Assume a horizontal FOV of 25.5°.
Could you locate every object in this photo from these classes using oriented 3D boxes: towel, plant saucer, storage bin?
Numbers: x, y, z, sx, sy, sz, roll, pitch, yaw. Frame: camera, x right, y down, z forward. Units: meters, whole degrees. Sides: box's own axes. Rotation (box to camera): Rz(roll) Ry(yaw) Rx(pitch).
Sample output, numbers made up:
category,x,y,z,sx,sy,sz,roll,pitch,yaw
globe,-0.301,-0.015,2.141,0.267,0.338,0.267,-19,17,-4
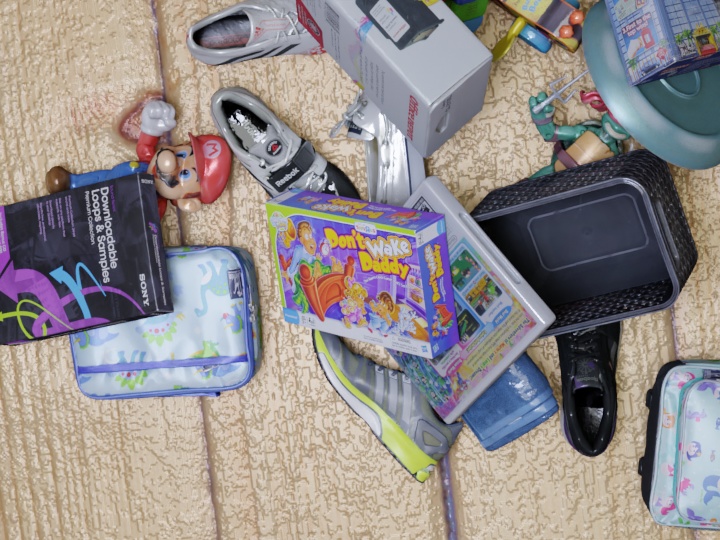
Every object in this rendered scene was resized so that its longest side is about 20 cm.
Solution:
category,x,y,z,sx,sy,sz,roll,pitch,yaw
towel,0.110,0.083,1.622,0.200,0.049,0.112,55,135,3
plant saucer,0.302,-0.192,1.557,0.200,0.200,0.027,51,134,1
storage bin,0.209,-0.022,1.536,0.200,0.094,0.135,-15,105,29

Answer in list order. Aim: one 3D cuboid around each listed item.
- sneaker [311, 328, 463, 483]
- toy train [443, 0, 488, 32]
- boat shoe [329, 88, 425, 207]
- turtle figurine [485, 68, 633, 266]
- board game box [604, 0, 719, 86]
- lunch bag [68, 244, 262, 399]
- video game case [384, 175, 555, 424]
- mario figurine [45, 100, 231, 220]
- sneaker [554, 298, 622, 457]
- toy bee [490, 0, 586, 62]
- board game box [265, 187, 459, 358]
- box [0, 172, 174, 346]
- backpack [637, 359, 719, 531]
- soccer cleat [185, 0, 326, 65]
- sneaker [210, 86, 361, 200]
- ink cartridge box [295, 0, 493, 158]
category,x,y,z,sx,sy,sz,roll,pitch,yaw
sneaker,0.025,0.123,1.652,0.081,0.074,0.200,-42,94,-4
toy train,0.057,-0.309,1.615,0.085,0.116,0.200,-21,57,-27
boat shoe,0.011,-0.151,1.631,0.086,0.075,0.202,-9,98,-12
turtle figurine,0.220,-0.104,1.605,0.150,0.101,0.200,44,111,17
board game box,0.298,-0.293,1.541,0.062,0.200,0.200,-28,83,46
lunch bag,-0.203,0.056,1.659,0.200,0.082,0.161,-3,95,6
video game case,0.079,0.032,1.560,0.182,0.024,0.200,50,138,11
mario figurine,-0.230,-0.097,1.638,0.200,0.106,0.124,-17,112,11
sneaker,0.234,0.089,1.616,0.076,0.088,0.200,-6,91,5
toy bee,0.195,-0.262,1.596,0.200,0.109,0.131,15,93,5
board game box,0.000,0.000,1.568,0.200,0.045,0.135,12,120,41
box,-0.289,-0.010,1.610,0.200,0.036,0.143,-12,84,22
backpack,0.390,0.178,1.582,0.200,0.151,0.178,6,92,0
soccer cleat,-0.084,-0.252,1.632,0.200,0.085,0.069,-10,91,6
sneaker,-0.083,-0.111,1.638,0.200,0.089,0.074,41,94,1
ink cartridge box,0.029,-0.223,1.524,0.083,0.146,0.200,-40,78,-10
